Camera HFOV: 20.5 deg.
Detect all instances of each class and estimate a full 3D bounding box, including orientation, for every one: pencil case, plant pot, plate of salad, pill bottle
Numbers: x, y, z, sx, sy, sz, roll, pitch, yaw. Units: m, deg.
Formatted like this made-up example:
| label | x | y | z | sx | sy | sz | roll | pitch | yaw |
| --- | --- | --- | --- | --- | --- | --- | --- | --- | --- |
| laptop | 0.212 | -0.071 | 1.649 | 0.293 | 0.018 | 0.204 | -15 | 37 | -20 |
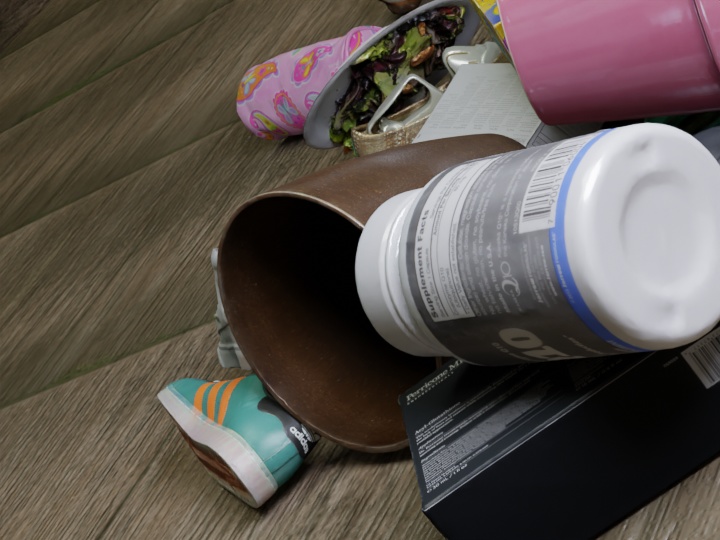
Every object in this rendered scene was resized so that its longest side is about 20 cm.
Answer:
| label | x | y | z | sx | sy | sz | roll | pitch | yaw |
| --- | --- | --- | --- | --- | --- | --- | --- | --- | --- |
| pencil case | -0.038 | -0.186 | 1.988 | 0.200 | 0.087 | 0.087 | -14 | 31 | 49 |
| plant pot | 0.191 | -0.181 | 1.310 | 0.179 | 0.200 | 0.200 | -15 | 26 | 18 |
| plant pot | 0.039 | -0.009 | 1.324 | 0.187 | 0.187 | 0.200 | -16 | 15 | 48 |
| plate of salad | 0.035 | -0.169 | 1.779 | 0.200 | 0.048 | 0.200 | -34 | -17 | -12 |
| pill bottle | 0.092 | -0.008 | 1.046 | 0.200 | 0.114 | 0.114 | -10 | 34 | 54 |

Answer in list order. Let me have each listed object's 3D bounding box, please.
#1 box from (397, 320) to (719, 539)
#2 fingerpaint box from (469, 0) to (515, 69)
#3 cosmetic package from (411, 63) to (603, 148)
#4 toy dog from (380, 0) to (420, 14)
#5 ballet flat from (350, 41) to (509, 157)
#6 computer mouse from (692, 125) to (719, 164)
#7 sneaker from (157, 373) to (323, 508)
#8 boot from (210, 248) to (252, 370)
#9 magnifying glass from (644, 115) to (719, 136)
| label | x | y | z | sx | sy | sz | roll | pitch | yaw |
| --- | --- | --- | --- | --- | --- | --- | --- | --- | --- |
| box | 0.127 | 0.069 | 1.096 | 0.200 | 0.079 | 0.141 | -35 | 23 | 10 |
| fingerpaint box | 0.172 | -0.217 | 1.491 | 0.167 | 0.073 | 0.200 | -33 | 17 | 5 |
| cosmetic package | 0.119 | -0.117 | 1.562 | 0.083 | 0.051 | 0.200 | -56 | 22 | -9 |
| toy dog | 0.077 | -0.368 | 2.153 | 0.200 | 0.140 | 0.194 | -40 | 55 | -8 |
| ballet flat | 0.075 | -0.153 | 1.721 | 0.200 | 0.065 | 0.071 | -37 | 19 | 3 |
| computer mouse | 0.202 | -0.033 | 1.240 | 0.200 | 0.046 | 0.140 | -41 | 18 | -7 |
| sneaker | -0.081 | 0.108 | 1.412 | 0.080 | 0.071 | 0.200 | -36 | 22 | -12 |
| boot | -0.076 | 0.021 | 1.484 | 0.074 | 0.096 | 0.200 | -11 | 0 | -10 |
| magnifying glass | 0.223 | -0.119 | 1.442 | 0.080 | 0.022 | 0.200 | -39 | 18 | -1 |
